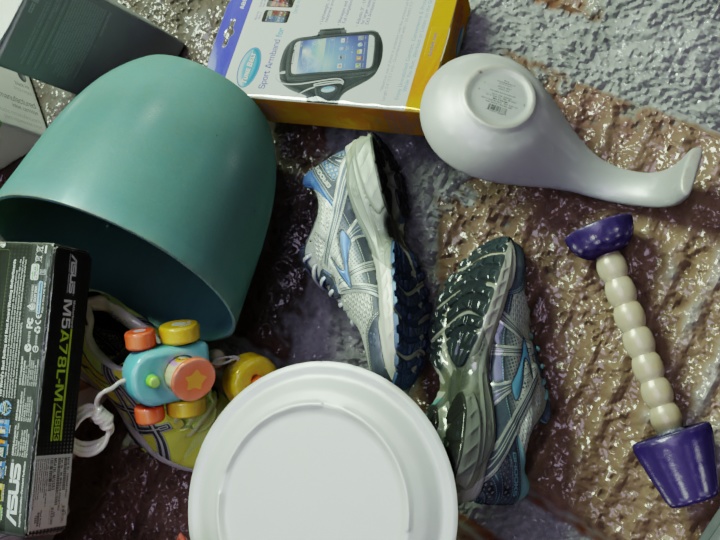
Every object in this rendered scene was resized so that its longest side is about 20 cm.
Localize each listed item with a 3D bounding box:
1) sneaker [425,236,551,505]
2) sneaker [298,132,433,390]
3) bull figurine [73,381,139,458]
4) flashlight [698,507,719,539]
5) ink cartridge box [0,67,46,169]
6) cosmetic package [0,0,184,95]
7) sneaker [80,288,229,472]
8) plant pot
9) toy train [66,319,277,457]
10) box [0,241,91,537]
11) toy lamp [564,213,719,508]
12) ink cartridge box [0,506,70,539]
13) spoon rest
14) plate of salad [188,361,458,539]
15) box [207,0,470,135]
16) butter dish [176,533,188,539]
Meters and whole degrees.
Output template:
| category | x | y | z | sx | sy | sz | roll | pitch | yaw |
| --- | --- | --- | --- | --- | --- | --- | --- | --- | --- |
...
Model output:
| category | x | y | z | sx | sy | sz | roll | pitch | yaw |
| --- | --- | --- | --- | --- | --- | --- | --- | --- | --- |
| sneaker | 0.098 | 0.075 | 0.743 | 0.077 | 0.086 | 0.202 | -19 | 54 | 58 |
| sneaker | 0.000 | 0.000 | 0.784 | 0.085 | 0.077 | 0.202 | -17 | 70 | 23 |
| bull figurine | -0.257 | 0.106 | 0.870 | 0.198 | 0.065 | 0.123 | -17 | 84 | 21 |
| flashlight | 0.264 | 0.177 | 0.672 | 0.068 | 0.068 | 0.201 | 35 | 93 | 24 |
| ink cartridge box | -0.379 | -0.199 | 0.897 | 0.084 | 0.145 | 0.201 | -26 | 77 | 16 |
| cosmetic package | -0.246 | -0.198 | 0.821 | 0.106 | 0.200 | 0.091 | 31 | 94 | 22 |
| sneaker | -0.161 | 0.093 | 0.790 | 0.200 | 0.076 | 0.076 | 39 | 64 | -13 |
| plant pot | -0.156 | -0.065 | 0.781 | 0.199 | 0.201 | 0.162 | 13 | 64 | 21 |
| toy train | -0.110 | 0.126 | 0.758 | 0.055 | 0.200 | 0.151 | 11 | 69 | 55 |
| box | -0.291 | 0.079 | 0.732 | 0.191 | 0.047 | 0.202 | 0 | 83 | 26 |
| toy lamp | 0.198 | 0.063 | 0.708 | 0.058 | 0.058 | 0.202 | -22 | 76 | 17 |
| ink cartridge box | -0.342 | 0.208 | 0.845 | 0.148 | 0.085 | 0.201 | 49 | 127 | 19 |
| spoon rest | 0.137 | -0.092 | 0.725 | 0.198 | 0.061 | 0.100 | 23 | 68 | 7 |
| plate of salad | -0.027 | 0.164 | 0.699 | 0.198 | 0.048 | 0.202 | -3 | 80 | 19 |
| box | -0.022 | -0.174 | 0.802 | 0.198 | 0.042 | 0.120 | 8 | 69 | 23 |
| butter dish | -0.135 | 0.311 | 0.639 | 0.200 | 0.147 | 0.202 | -133 | 38 | -54 |
